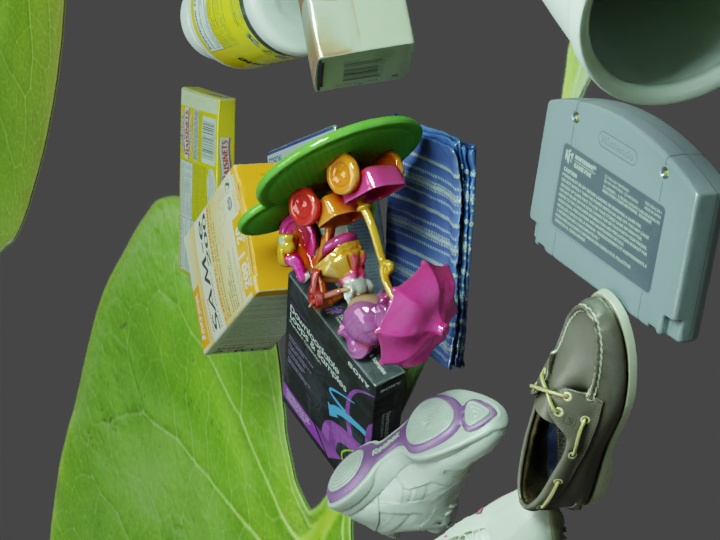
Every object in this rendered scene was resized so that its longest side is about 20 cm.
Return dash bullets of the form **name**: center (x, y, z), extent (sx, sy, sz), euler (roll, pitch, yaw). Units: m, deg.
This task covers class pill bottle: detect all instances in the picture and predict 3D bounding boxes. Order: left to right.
- **pill bottle**: center (-0.092, -0.247, 1.958), extent (0.200, 0.112, 0.113), euler (0, 94, 64)

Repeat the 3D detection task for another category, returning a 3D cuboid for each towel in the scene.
- **towel**: center (0.053, -0.027, 1.805), extent (0.145, 0.024, 0.200), euler (29, 119, 60)

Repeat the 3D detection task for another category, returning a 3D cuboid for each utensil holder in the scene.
- **utensil holder**: center (0.179, -0.236, 1.377), extent (0.200, 0.170, 0.170), euler (-117, 35, -42)

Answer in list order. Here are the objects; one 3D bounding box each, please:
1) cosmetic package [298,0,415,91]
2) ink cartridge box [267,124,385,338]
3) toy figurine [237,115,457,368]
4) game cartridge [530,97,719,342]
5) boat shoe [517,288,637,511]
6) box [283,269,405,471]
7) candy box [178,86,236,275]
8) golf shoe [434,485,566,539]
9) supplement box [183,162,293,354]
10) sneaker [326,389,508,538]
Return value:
- **cosmetic package**: center (-0.015, -0.267, 1.802), extent (0.103, 0.087, 0.200), euler (97, 164, -77)
- **ink cartridge box**: center (-0.029, -0.024, 1.931), extent (0.196, 0.043, 0.200), euler (169, 96, -69)
- **toy figurine**: center (0.000, 0.000, 1.742), extent (0.200, 0.150, 0.184), euler (-36, 70, 40)
- **game cartridge**: center (0.193, -0.048, 1.518), extent (0.200, 0.041, 0.133), euler (42, 126, 54)
- **boat shoe**: center (0.157, 0.101, 1.554), extent (0.072, 0.059, 0.200), euler (-123, 30, -42)
- **box**: center (-0.018, 0.103, 1.863), extent (0.143, 0.036, 0.200), euler (51, 154, 30)
- **candy box**: center (-0.162, -0.088, 2.212), extent (0.102, 0.026, 0.200), euler (-155, 64, -62)
- **golf shoe**: center (0.097, 0.235, 1.687), extent (0.200, 0.092, 0.073), euler (-56, 44, 48)
- **supplement box**: center (-0.101, -0.009, 1.965), extent (0.200, 0.073, 0.126), euler (132, 130, -64)
- **sneaker**: center (0.064, 0.167, 1.777), extent (0.200, 0.100, 0.075), euler (-33, 27, 40)
